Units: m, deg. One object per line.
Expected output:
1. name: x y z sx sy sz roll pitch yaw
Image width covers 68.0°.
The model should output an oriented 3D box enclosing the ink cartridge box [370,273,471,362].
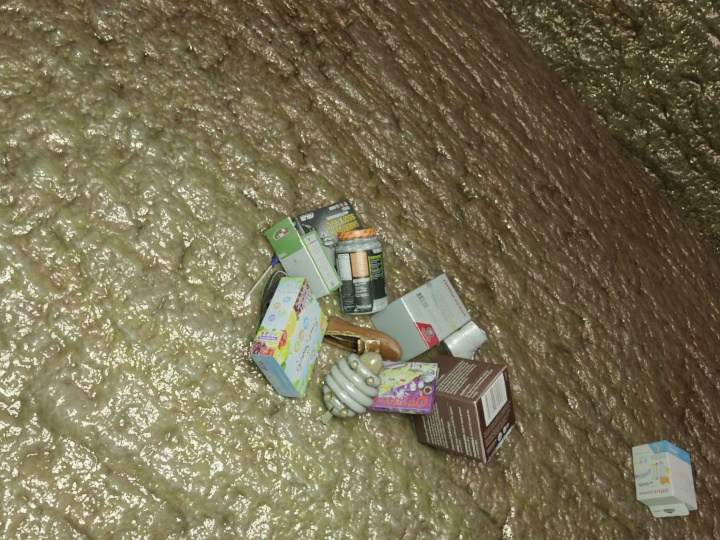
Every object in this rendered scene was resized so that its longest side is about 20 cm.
1. ink cartridge box: 0.161 0.126 1.409 0.198 0.144 0.147 -23 80 -42

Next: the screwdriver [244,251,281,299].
1. screwdriver: -0.218 0.001 1.274 0.029 0.028 0.201 18 47 8

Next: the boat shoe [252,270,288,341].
1. boat shoe: -0.193 0.082 1.225 0.072 0.065 0.203 23 54 -24

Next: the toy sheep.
1. toy sheep: -0.023 0.262 1.194 0.138 0.138 0.200 45 91 -6

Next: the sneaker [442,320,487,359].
1. sneaker: 0.296 0.214 1.428 0.115 0.201 0.074 -35 49 -5

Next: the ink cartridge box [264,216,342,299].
1. ink cartridge box: -0.136 -0.030 1.277 0.059 0.103 0.202 -35 99 -46

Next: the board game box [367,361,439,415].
1. board game box: 0.080 0.271 1.250 0.032 0.197 0.122 60 36 -47

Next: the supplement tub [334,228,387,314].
1. supplement tub: 0.000 0.000 1.332 0.121 0.122 0.204 -10 97 -39

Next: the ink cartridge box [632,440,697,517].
1. ink cartridge box: 0.979 0.679 1.722 0.124 0.128 0.202 30 51 -18

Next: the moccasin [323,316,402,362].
1. moccasin: 0.003 0.174 1.272 0.199 0.074 0.078 23 42 2

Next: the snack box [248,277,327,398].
1. snack box: -0.150 0.145 1.164 0.170 0.066 0.202 69 31 -45

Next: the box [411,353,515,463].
1. box: 0.243 0.325 1.290 0.165 0.198 0.167 -31 114 -42

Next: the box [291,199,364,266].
1. box: -0.074 -0.090 1.420 0.198 0.048 0.160 -24 81 -42
